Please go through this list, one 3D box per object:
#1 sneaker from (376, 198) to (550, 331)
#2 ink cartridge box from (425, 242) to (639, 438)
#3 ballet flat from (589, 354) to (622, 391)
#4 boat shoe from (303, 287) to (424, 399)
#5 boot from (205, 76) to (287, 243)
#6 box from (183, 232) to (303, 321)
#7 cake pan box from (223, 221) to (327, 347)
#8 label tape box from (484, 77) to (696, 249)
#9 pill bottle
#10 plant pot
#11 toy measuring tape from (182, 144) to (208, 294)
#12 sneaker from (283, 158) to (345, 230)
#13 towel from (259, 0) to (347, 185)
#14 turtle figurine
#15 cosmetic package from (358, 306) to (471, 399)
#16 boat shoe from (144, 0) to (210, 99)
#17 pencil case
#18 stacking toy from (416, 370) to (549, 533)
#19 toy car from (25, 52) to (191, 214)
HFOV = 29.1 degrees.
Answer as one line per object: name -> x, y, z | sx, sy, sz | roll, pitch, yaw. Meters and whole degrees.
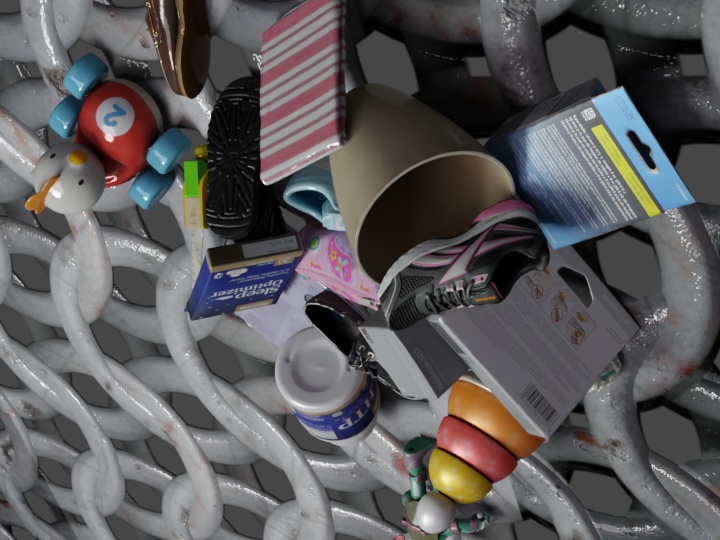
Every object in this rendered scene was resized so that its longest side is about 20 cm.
sneaker -> 0.110, 0.006, 1.457 | 0.080, 0.200, 0.087 | 47, -169, -46
ink cartridge box -> 0.195, 0.059, 1.560 | 0.200, 0.174, 0.044 | 48, 164, -18
ballet flat -> 0.221, 0.120, 1.679 | 0.199, 0.072, 0.072 | -6, 121, 45
boat shoe -> 0.005, 0.095, 1.731 | 0.200, 0.066, 0.070 | 46, 133, 23
boot -> -0.137, -0.125, 1.745 | 0.079, 0.212, 0.158 | 9, 174, 15
box -> -0.153, 0.016, 1.769 | 0.200, 0.121, 0.033 | 124, 132, -62
cake pan box -> -0.109, 0.021, 1.887 | 0.200, 0.052, 0.185 | 36, 139, 9
label tape box -> 0.246, -0.117, 1.438 | 0.200, 0.063, 0.144 | -20, 111, 49
pill bottle -> -0.037, 0.163, 1.865 | 0.119, 0.120, 0.200 | 26, 163, 21
plant pot -> 0.041, -0.112, 1.519 | 0.188, 0.186, 0.200 | 92, 156, -44
toy measuring tape -> -0.198, -0.067, 1.838 | 0.073, 0.073, 0.201 | 3, 97, 39
sneaker -> -0.006, -0.068, 1.689 | 0.199, 0.082, 0.074 | 22, 138, 25
towel -> -0.061, -0.207, 1.550 | 0.030, 0.201, 0.146 | 12, 159, -36
turtle figurine -> 0.107, 0.340, 1.962 | 0.149, 0.101, 0.201 | 16, 129, 30
cosmetic package -> 0.107, 0.046, 1.594 | 0.107, 0.200, 0.090 | 54, 154, -17
boat shoe -> -0.226, -0.305, 1.673 | 0.070, 0.070, 0.201 | 15, 126, 21
pencil case -> 0.000, 0.000, 1.710 | 0.200, 0.087, 0.088 | 25, 141, 46
stacking toy -> 0.133, 0.239, 1.736 | 0.146, 0.200, 0.146 | 33, 166, 9
toy car -> -0.364, -0.146, 1.833 | 0.184, 0.200, 0.177 | 41, 142, 2
